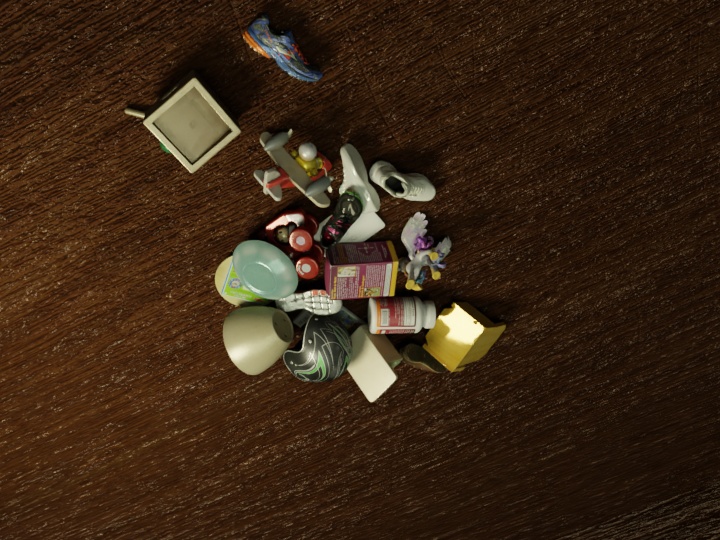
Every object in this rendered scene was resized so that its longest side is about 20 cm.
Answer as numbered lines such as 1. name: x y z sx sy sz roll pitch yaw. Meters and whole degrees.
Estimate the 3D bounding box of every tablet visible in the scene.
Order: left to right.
1. tablet: -0.043 -0.114 1.597 0.199 0.014 0.130 -35 121 15

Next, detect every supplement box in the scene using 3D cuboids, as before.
1. supplement box: 0.000 0.000 1.617 0.197 0.104 0.132 -3 130 -11

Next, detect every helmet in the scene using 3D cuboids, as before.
1. helmet: -0.116 0.232 1.687 0.190 0.202 0.199 -30 125 34

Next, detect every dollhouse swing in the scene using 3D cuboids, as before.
1. dollhouse swing: 0.347 0.204 1.857 0.181 0.175 0.201 39 120 17

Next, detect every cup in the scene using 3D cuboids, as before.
1. cup: -0.280 0.184 1.640 0.142 0.202 0.201 -24 125 23

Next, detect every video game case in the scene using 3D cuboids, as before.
1. video game case: -0.093 0.167 1.781 0.143 0.018 0.199 -42 119 19

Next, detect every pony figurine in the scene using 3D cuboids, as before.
1. pony figurine: 0.171 -0.039 1.592 0.166 0.200 0.194 38 97 -21

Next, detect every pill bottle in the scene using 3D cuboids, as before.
1. pill bottle: 0.125 0.136 1.731 0.197 0.114 0.114 1 125 -8

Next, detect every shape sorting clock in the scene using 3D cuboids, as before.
1. shape sorting clock: -0.322 0.028 1.640 0.197 0.039 0.202 -5 124 -7

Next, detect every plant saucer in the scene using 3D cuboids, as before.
1. plant saucer: -0.269 0.011 1.542 0.198 0.039 0.203 12 130 14

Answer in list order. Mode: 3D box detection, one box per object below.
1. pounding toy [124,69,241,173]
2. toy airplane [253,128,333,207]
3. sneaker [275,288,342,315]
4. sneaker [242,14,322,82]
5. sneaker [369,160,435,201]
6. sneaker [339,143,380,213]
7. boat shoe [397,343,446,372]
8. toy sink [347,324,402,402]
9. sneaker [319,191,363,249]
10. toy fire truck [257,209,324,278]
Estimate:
1. pounding toy: -0.420 -0.352 1.324 0.199 0.143 0.184 -38 122 5
2. toy airplane: -0.158 -0.253 1.372 0.198 0.201 0.142 21 130 -19
3. sneaker: -0.151 0.082 1.678 0.197 0.082 0.078 6 103 1
4. sneaker: -0.166 -0.500 1.279 0.199 0.076 0.079 28 114 -26
5. sneaker: 0.119 -0.217 1.490 0.198 0.100 0.079 13 119 -24
6. sneaker: -0.023 -0.233 1.486 0.087 0.076 0.202 -11 121 25
7. boat shoe: 0.205 0.295 1.888 0.198 0.073 0.067 24 152 -31
8. toy sink: 0.044 0.286 1.762 0.131 0.201 0.112 -48 156 23
9. sneaker: -0.053 -0.127 1.503 0.076 0.084 0.201 27 132 -5
10. toy fire truck: -0.195 -0.065 1.549 0.165 0.113 0.202 -6 117 9
